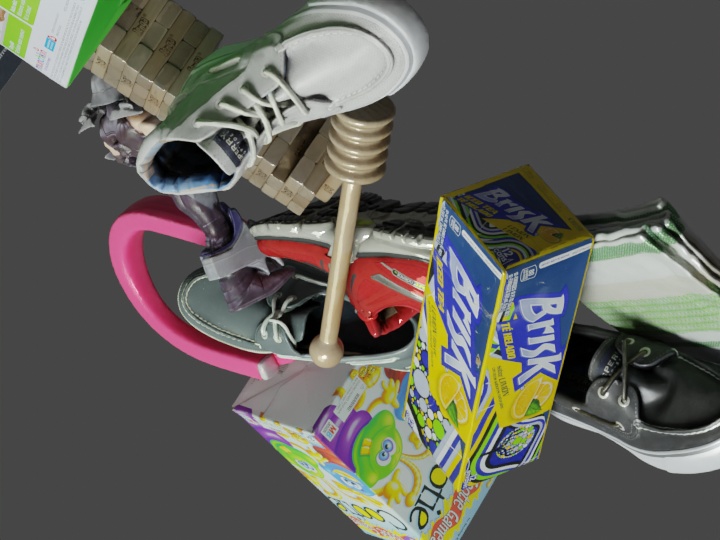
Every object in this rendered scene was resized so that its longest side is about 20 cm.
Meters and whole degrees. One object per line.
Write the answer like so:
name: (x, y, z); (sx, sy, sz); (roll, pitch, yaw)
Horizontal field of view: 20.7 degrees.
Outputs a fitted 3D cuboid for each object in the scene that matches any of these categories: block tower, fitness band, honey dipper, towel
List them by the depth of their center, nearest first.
towel: (0.201, 0.029, 1.147); (0.200, 0.031, 0.149); (37, 164, -20)
honey dipper: (-0.012, -0.019, 1.199); (0.038, 0.038, 0.200); (26, 131, 19)
block tower: (-0.093, -0.111, 1.221); (0.200, 0.054, 0.058); (34, 161, -4)
fitness band: (-0.119, 0.012, 1.541); (0.200, 0.037, 0.144); (14, 135, 41)

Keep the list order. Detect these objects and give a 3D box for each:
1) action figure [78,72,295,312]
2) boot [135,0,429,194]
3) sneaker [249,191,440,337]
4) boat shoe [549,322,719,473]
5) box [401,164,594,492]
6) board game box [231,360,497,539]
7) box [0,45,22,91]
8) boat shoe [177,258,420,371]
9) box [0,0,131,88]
action figure: (-0.124, -0.068, 1.362); (0.200, 0.069, 0.130); (55, 165, -15)
boot: (-0.048, -0.089, 1.093); (0.074, 0.096, 0.200); (45, 148, -19)
sneaker: (0.000, 0.000, 1.267); (0.200, 0.077, 0.085); (11, 115, 50)
boat shoe: (0.157, 0.065, 1.172); (0.066, 0.070, 0.200); (39, 170, -30)
box: (0.078, 0.037, 1.162); (0.070, 0.064, 0.200); (52, 151, 34)
board game box: (0.010, 0.133, 1.598); (0.103, 0.105, 0.200); (13, 154, 46)
box: (-0.312, -0.183, 1.249); (0.107, 0.149, 0.200); (19, 157, 36)
boat shoe: (-0.041, 0.030, 1.415); (0.200, 0.073, 0.062); (12, 177, 11)
box: (-0.199, -0.209, 1.076); (0.176, 0.097, 0.200); (35, 162, -4)
